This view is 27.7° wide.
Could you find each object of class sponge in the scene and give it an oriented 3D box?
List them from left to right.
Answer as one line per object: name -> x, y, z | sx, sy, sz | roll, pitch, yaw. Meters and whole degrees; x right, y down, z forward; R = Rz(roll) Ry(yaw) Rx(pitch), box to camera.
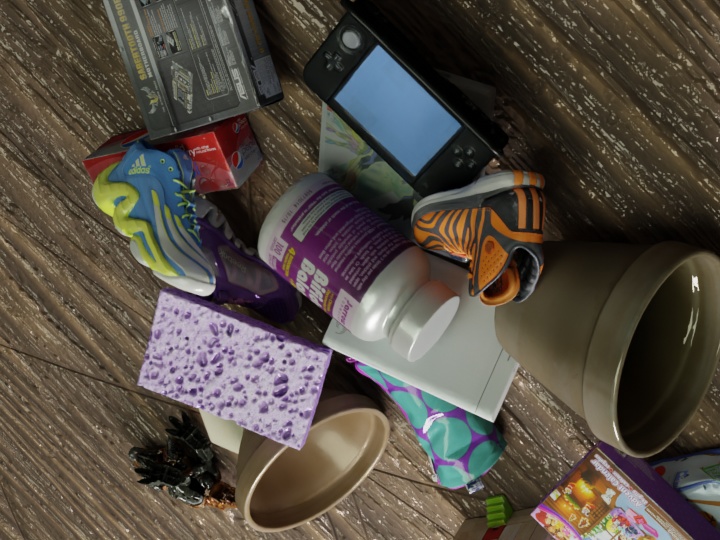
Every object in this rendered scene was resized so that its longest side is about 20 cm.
sponge -> -0.137, 0.103, 1.563 | 0.198, 0.030, 0.113 | 20, 103, 9

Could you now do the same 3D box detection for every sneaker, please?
sneaker -> -0.201, -0.065, 1.514 | 0.200, 0.075, 0.106 | 42, 105, 29
sneaker -> -0.149, 0.009, 1.614 | 0.080, 0.089, 0.200 | -18, 133, 40
sneaker -> 0.107, -0.019, 1.389 | 0.200, 0.077, 0.114 | 155, 117, -63

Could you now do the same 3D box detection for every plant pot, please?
plant pot -> -0.071, 0.199, 1.680 | 0.093, 0.199, 0.202 | 51, 140, 31
plant pot -> 0.228, 0.054, 1.390 | 0.172, 0.199, 0.202 | 21, 132, 38

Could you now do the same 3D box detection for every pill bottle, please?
pill bottle -> 0.000, 0.000, 1.477 | 0.199, 0.112, 0.113 | 38, 134, 18

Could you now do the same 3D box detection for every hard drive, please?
hard drive -> 0.075, 0.056, 1.521 | 0.198, 0.133, 0.027 | 23, 173, 17

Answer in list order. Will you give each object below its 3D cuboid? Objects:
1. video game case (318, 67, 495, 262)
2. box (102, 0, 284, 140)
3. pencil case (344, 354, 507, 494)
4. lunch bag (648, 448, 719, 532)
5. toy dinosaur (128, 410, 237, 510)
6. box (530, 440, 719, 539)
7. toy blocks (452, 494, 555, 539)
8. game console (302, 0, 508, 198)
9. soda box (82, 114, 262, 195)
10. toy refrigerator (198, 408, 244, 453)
video game case -> 0.041, -0.120, 1.480 | 0.180, 0.022, 0.202 | 20, 129, 19
box -> -0.178, -0.247, 1.484 | 0.157, 0.048, 0.202 | -11, 102, 37
pencil case -> 0.075, 0.146, 1.598 | 0.092, 0.085, 0.201 | -34, 101, 2
lunch bag -> 0.374, 0.286, 1.521 | 0.159, 0.076, 0.201 | -21, 108, 37
toy dinosaur -> -0.216, 0.259, 1.871 | 0.197, 0.103, 0.136 | -1, 145, 16
box -> 0.287, 0.277, 1.495 | 0.200, 0.039, 0.137 | 43, 134, 9
toy blocks -> 0.160, 0.334, 1.642 | 0.199, 0.137, 0.101 | -19, 110, 39
game console -> 0.034, -0.151, 1.372 | 0.200, 0.116, 0.176 | 44, 132, -1
soda box -> -0.207, -0.121, 1.605 | 0.198, 0.063, 0.071 | -7, 116, 34
toy refrigerator -> -0.145, 0.134, 1.690 | 0.069, 0.076, 0.201 | 20, 149, 19
